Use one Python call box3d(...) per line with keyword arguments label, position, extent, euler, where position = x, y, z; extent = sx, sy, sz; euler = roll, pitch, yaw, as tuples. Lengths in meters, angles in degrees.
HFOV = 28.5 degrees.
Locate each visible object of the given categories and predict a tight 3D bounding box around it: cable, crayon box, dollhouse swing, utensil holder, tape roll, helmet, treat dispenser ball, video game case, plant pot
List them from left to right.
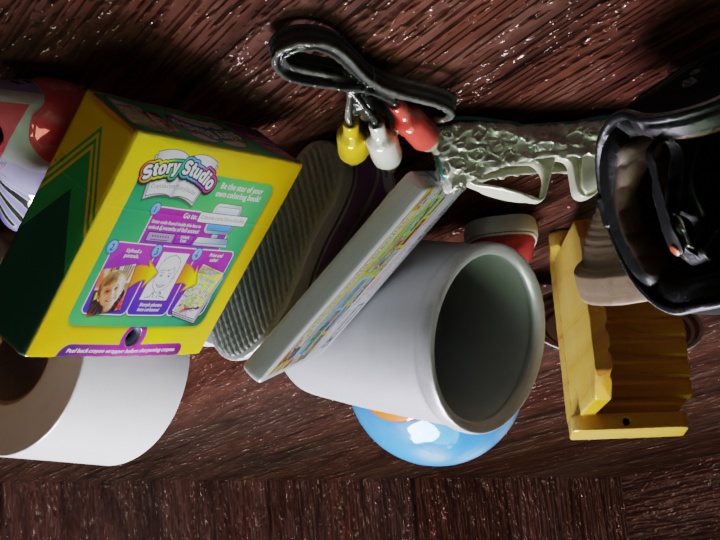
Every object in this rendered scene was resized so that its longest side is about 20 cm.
box3d(label="tape roll", position=(-0.279, 0.079, 1.336), extent=(0.202, 0.204, 0.139), euler=(-13, 162, 32))
box3d(label="crayon box", position=(-0.150, -0.026, 1.000), extent=(0.058, 0.173, 0.200), euler=(35, -166, 26))
box3d(label="video game case", position=(0.000, 0.000, 1.140), extent=(0.200, 0.023, 0.182), euler=(-49, 173, 12))
box3d(label="cable", position=(0.008, -0.115, 0.969), extent=(0.096, 0.051, 0.200), euler=(-9, 166, 16))
box3d(label="utensil holder", position=(0.042, 0.050, 1.306), extent=(0.199, 0.171, 0.169), euler=(8, 177, 42))
box3d(label="treat dispenser ball", position=(0.085, 0.117, 1.576), extent=(0.199, 0.203, 0.201), euler=(-4, 166, -1))
box3d(label="dollhouse swing", position=(0.270, 0.051, 1.379), extent=(0.180, 0.202, 0.176), euler=(0, 164, -15))
box3d(label="plant pot", position=(0.261, -0.047, 1.150), extent=(0.199, 0.093, 0.201), euler=(-19, -174, 2))
box3d(label="helmet", position=(0.277, -0.065, 0.967), extent=(0.189, 0.201, 0.200), euler=(-17, 168, -11))

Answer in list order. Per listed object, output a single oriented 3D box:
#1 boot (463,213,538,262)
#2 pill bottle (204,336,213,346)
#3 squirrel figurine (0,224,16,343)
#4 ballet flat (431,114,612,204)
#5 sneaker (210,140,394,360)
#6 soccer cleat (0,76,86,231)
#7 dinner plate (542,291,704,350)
box3d(label="boot", position=(0.140, 0.031, 1.382), extent=(0.072, 0.146, 0.200), euler=(-3, 164, 4))
box3d(label="pill bottle", position=(-0.160, -0.010, 1.189), extent=(0.119, 0.121, 0.200), euler=(-8, 165, 16))
box3d(label="squirrel figurine", position=(-0.326, -0.001, 1.197), extent=(0.185, 0.143, 0.200), euler=(-11, 170, -23))
box3d(label="ballet flat", position=(0.148, -0.083, 1.103), extent=(0.198, 0.072, 0.072), euler=(-2, 165, -12))
box3d(label="sneaker", position=(-0.038, -0.008, 1.158), extent=(0.201, 0.073, 0.114), euler=(-55, 152, 16))
box3d(label="soccer cleat", position=(-0.243, -0.084, 1.007), extent=(0.076, 0.067, 0.200), euler=(12, 159, -20))
box3d(label="dinner plate", position=(0.278, 0.064, 1.563), extent=(0.198, 0.024, 0.200), euler=(2, -159, -1))
